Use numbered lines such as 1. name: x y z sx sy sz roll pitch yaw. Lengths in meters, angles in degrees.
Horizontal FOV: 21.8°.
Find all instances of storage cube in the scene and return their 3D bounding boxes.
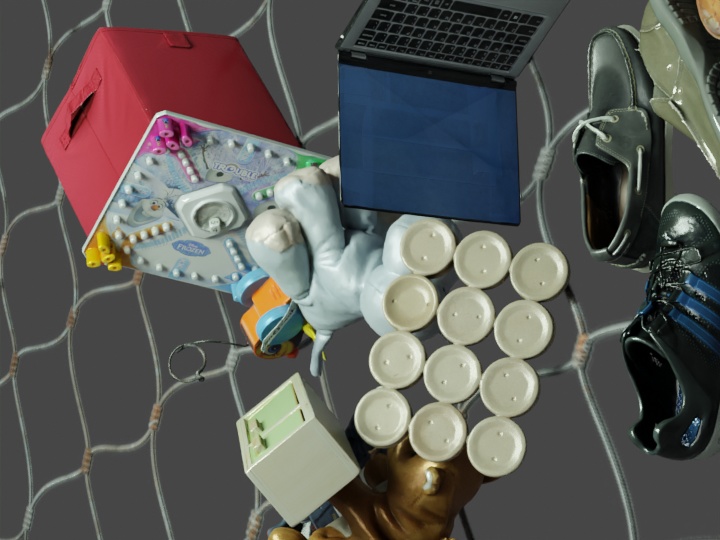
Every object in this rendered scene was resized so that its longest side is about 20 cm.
1. storage cube: -0.193 -0.126 1.928 0.171 0.200 0.180 -55 50 35

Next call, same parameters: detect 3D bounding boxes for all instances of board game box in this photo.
1. board game box: -0.144 -0.053 1.833 0.200 0.200 0.026 -56 31 36

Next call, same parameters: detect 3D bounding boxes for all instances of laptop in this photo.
1. laptop: 0.086 -0.153 1.521 0.200 0.187 0.116 -56 44 35

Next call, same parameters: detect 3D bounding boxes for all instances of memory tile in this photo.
1. memory tile: 0.083 0.062 1.549 0.153 0.017 0.200 12 80 20

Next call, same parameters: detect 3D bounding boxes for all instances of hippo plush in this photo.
1. hippo plush: 0.000 0.000 1.651 0.161 0.159 0.200 19 84 45

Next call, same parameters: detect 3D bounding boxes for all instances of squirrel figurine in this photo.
1. squirrel figurine: 0.049 0.233 1.597 0.187 0.142 0.200 -48 55 27

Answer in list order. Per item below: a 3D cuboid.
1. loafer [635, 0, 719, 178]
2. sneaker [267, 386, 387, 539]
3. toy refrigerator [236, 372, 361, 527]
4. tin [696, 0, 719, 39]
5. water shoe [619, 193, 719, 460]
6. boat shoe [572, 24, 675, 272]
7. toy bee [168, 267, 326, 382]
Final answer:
1. loafer: 0.259 -0.128 1.378 0.070 0.075 0.200 115 147 -46
2. sneaker: -0.024 0.192 1.728 0.075 0.084 0.200 52 127 45
3. toy refrigerator: -0.058 0.149 1.620 0.076 0.070 0.200 -39 10 1
4. tin: 0.277 -0.259 1.357 0.112 0.042 0.200 118 150 -61
5. water shoe: 0.233 0.038 1.375 0.071 0.079 0.200 -17 71 54
6. boat shoe: 0.200 -0.100 1.456 0.072 0.068 0.200 -23 66 54
7. toy bee: -0.081 0.040 1.834 0.200 0.109 0.131 -20 64 24
